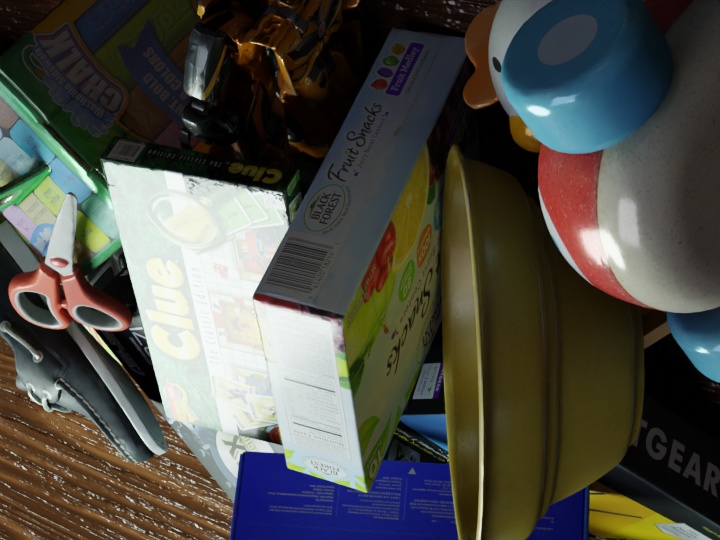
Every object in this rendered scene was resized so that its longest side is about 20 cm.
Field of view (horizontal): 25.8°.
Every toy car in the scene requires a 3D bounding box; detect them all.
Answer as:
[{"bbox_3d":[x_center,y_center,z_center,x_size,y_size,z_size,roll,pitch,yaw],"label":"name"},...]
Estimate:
[{"bbox_3d":[0.108,-0.078,0.687,0.200,0.177,0.184,20,157,51],"label":"toy car"}]

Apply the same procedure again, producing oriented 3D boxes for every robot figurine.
[{"bbox_3d":[-0.039,-0.100,0.833,0.058,0.145,0.200,23,154,15],"label":"robot figurine"}]

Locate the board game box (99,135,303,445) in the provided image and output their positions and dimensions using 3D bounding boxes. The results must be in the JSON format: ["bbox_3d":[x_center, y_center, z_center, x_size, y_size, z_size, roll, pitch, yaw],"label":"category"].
[{"bbox_3d":[-0.072,0.019,0.845,0.104,0.024,0.201,12,137,20],"label":"board game box"}]

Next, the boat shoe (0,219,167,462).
[{"bbox_3d":[-0.198,0.056,1.019,0.200,0.060,0.076,49,173,29],"label":"boat shoe"}]

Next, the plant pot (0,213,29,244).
[{"bbox_3d":[-0.290,-0.073,1.115,0.199,0.187,0.188,-20,117,37],"label":"plant pot"}]

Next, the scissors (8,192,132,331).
[{"bbox_3d":[-0.175,-0.003,0.883,0.073,0.014,0.200,9,159,5],"label":"scissors"}]

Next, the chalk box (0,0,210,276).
[{"bbox_3d":[-0.153,-0.083,0.907,0.124,0.200,0.124,46,149,-11],"label":"chalk box"}]

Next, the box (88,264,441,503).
[{"bbox_3d":[-0.054,0.069,0.996,0.163,0.086,0.200,-6,126,52],"label":"box"}]

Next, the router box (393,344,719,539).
[{"bbox_3d":[0.120,0.104,0.932,0.200,0.051,0.149,32,156,-33],"label":"router box"}]

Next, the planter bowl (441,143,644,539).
[{"bbox_3d":[0.086,0.039,0.748,0.083,0.201,0.201,-2,141,-1],"label":"planter bowl"}]

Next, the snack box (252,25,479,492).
[{"bbox_3d":[0.011,-0.008,0.824,0.053,0.201,0.143,13,142,16],"label":"snack box"}]

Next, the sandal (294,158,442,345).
[{"bbox_3d":[0.000,0.000,0.966,0.200,0.045,0.075,42,161,27],"label":"sandal"}]

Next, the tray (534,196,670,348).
[{"bbox_3d":[0.133,-0.005,0.861,0.099,0.037,0.200,41,150,-2],"label":"tray"}]

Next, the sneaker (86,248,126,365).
[{"bbox_3d":[-0.192,0.011,1.189,0.090,0.078,0.201,24,144,35],"label":"sneaker"}]

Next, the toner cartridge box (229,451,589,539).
[{"bbox_3d":[0.027,0.158,0.885,0.198,0.096,0.043,3,159,7],"label":"toner cartridge box"}]
